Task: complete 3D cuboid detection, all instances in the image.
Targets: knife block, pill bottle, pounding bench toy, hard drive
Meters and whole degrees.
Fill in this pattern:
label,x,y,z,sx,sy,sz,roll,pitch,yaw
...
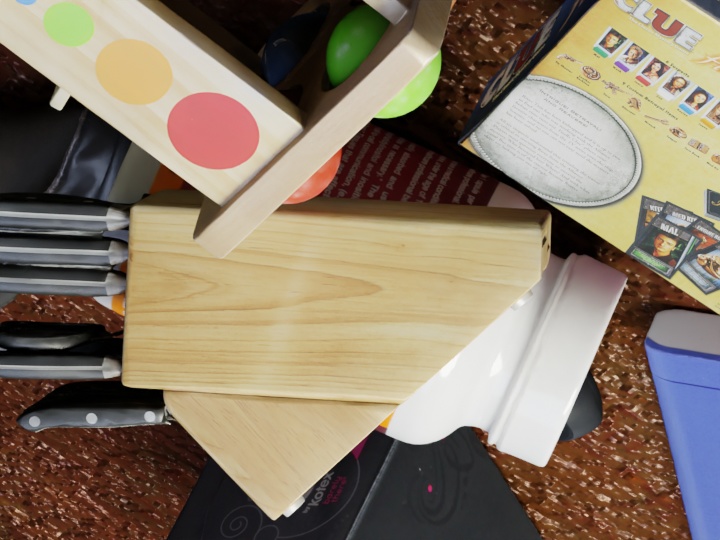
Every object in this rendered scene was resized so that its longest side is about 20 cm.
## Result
label,x,y,z,sx,sy,sz,roll,pitch,yaw
knife block,-0.052,-0.005,1.128,0.200,0.064,0.176,-42,92,10
pill bottle,0.000,0.000,1.212,0.200,0.113,0.113,24,146,4
pounding bench toy,-0.025,-0.129,1.043,0.156,0.124,0.200,37,126,-16
hard drive,0.201,0.098,1.287,0.132,0.025,0.200,9,142,24

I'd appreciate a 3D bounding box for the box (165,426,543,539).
label,x,y,z,sx,sy,sz,roll,pitch,yaw
box,0.013,0.153,1.397,0.106,0.122,0.200,-2,137,36

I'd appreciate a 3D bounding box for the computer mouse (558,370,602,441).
label,x,y,z,sx,sy,sz,roll,pitch,yaw
computer mouse,0.018,0.014,1.299,0.200,0.034,0.059,29,163,5

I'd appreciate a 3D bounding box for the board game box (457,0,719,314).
label,x,y,z,sx,sy,sz,roll,pitch,yaw
board game box,0.150,-0.032,1.051,0.200,0.035,0.135,33,146,-9

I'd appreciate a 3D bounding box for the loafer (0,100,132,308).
label,x,y,z,sx,sy,sz,roll,pitch,yaw
loafer,-0.150,-0.036,1.297,0.071,0.073,0.200,35,145,-15
